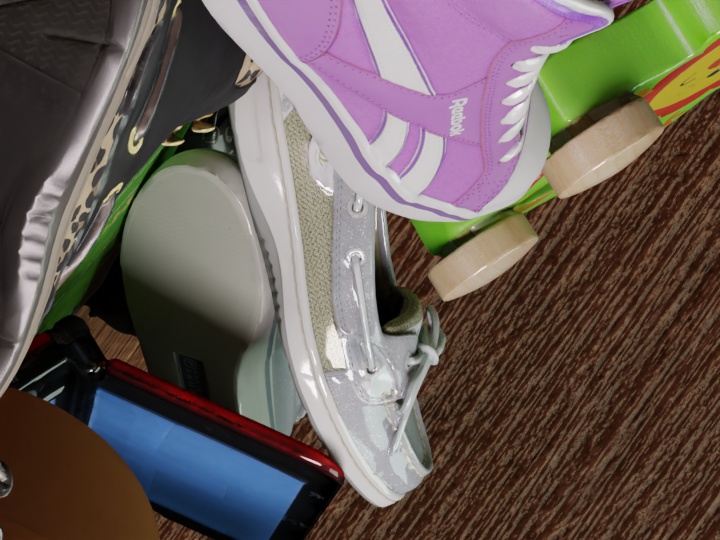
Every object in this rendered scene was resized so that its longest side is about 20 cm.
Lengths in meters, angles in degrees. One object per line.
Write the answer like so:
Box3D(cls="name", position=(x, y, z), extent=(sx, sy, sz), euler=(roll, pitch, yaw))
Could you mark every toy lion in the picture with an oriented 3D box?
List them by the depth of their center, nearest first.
Box3D(cls="toy lion", position=(0.118, -0.080, 0.980), extent=(0.191, 0.069, 0.200), euler=(-28, 172, -26))

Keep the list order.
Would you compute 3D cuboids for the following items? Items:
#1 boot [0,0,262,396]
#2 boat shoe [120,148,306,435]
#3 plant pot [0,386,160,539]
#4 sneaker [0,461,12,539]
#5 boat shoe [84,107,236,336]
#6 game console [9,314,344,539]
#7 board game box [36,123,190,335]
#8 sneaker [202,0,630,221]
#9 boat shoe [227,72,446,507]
Box3D(cls="boot", position=(-0.092, -0.035, 0.723), extent=(0.201, 0.073, 0.151), euler=(-63, 172, 23))
Box3D(cls="boat shoe", position=(-0.055, 0.013, 1.060), extent=(0.072, 0.070, 0.201), euler=(-54, 156, -38))
Box3D(cls="plant pot", position=(-0.142, 0.130, 0.807), extent=(0.200, 0.199, 0.140), euler=(-56, -167, 32))
Box3D(cls="sneaker", position=(-0.119, 0.043, 0.609), extent=(0.078, 0.082, 0.200), euler=(-58, -178, -23))
Box3D(cls="boat shoe", position=(-0.073, -0.043, 1.086), extent=(0.067, 0.057, 0.200), euler=(-52, 176, -47))
Box3D(cls="game console", position=(-0.119, 0.106, 1.029), extent=(0.172, 0.119, 0.200), euler=(-34, 171, -18))
Box3D(cls="board game box", position=(-0.101, -0.039, 0.993), extent=(0.200, 0.030, 0.096), euler=(-53, 179, 40))
Box3D(cls="sneaker", position=(0.041, -0.065, 0.702), extent=(0.200, 0.114, 0.073), euler=(35, 57, -60))
Box3D(cls="boat shoe", position=(0.000, -0.001, 0.974), extent=(0.064, 0.203, 0.074), euler=(-12, -164, 10))
